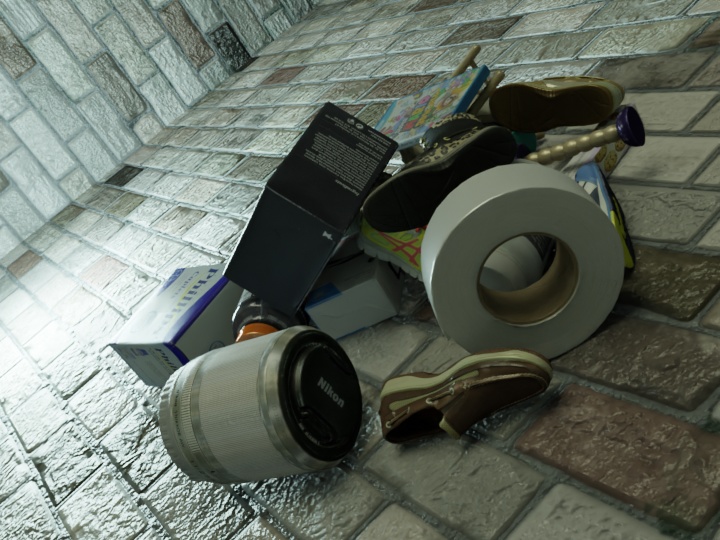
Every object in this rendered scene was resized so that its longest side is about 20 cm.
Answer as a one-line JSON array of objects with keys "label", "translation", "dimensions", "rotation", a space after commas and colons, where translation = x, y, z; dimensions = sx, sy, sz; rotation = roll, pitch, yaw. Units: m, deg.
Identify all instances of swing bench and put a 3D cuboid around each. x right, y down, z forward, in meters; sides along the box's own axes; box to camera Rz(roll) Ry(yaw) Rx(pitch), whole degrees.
[{"label": "swing bench", "translation": [0.156, -0.233, 1.453], "dimensions": [0.200, 0.130, 0.199], "rotation": [-35, 25, 12]}]

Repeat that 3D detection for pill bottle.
[{"label": "pill bottle", "translation": [0.171, -0.035, 1.088], "dimensions": [0.113, 0.113, 0.200], "rotation": [-14, 31, 38]}, {"label": "pill bottle", "translation": [-0.122, 0.057, 1.303], "dimensions": [0.106, 0.106, 0.200], "rotation": [-23, 28, 24]}]

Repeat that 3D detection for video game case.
[{"label": "video game case", "translation": [0.090, -0.233, 1.368], "dimensions": [0.200, 0.018, 0.143], "rotation": [-12, 38, 49]}]

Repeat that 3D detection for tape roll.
[{"label": "tape roll", "translation": [0.164, -0.005, 0.941], "dimensions": [0.202, 0.203, 0.071], "rotation": [-31, 26, 9]}]

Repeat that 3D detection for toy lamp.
[{"label": "toy lamp", "translation": [0.258, -0.154, 1.164], "dimensions": [0.200, 0.058, 0.058], "rotation": [-18, 29, 35]}]

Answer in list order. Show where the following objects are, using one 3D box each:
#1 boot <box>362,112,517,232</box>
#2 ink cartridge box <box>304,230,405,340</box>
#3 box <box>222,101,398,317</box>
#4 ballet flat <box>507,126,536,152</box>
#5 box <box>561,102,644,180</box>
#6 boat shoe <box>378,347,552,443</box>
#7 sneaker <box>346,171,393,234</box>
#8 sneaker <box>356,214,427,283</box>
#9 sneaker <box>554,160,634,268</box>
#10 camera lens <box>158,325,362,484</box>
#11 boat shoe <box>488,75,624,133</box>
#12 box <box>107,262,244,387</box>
[{"label": "boot", "translation": [0.090, -0.128, 1.161], "dimensions": [0.203, 0.074, 0.154], "rotation": [-30, 20, 4]}, {"label": "ink cartridge box", "translation": [0.000, 0.000, 1.295], "dimensions": [0.116, 0.068, 0.200], "rotation": [-24, 26, 22]}, {"label": "box", "translation": [-0.066, -0.081, 1.209], "dimensions": [0.197, 0.117, 0.200], "rotation": [-56, 4, 47]}, {"label": "ballet flat", "translation": [0.200, -0.144, 1.303], "dimensions": [0.071, 0.071, 0.200], "rotation": [-16, 33, 35]}, {"label": "box", "translation": [0.310, -0.146, 1.201], "dimensions": [0.039, 0.041, 0.200], "rotation": [-1, 40, 51]}, {"label": "boat shoe", "translation": [0.105, 0.139, 0.929], "dimensions": [0.202, 0.075, 0.075], "rotation": [-22, 41, 39]}, {"label": "sneaker", "translation": [0.050, -0.108, 1.430], "dimensions": [0.114, 0.076, 0.199], "rotation": [-1, 18, 15]}, {"label": "sneaker", "translation": [0.080, -0.044, 1.180], "dimensions": [0.200, 0.090, 0.078], "rotation": [20, 36, 25]}, {"label": "sneaker", "translation": [0.264, -0.061, 1.071], "dimensions": [0.082, 0.074, 0.200], "rotation": [-26, 25, 23]}, {"label": "camera lens", "translation": [-0.110, 0.157, 1.043], "dimensions": [0.200, 0.160, 0.160], "rotation": [-17, 30, 34]}, {"label": "boat shoe", "translation": [0.273, -0.234, 1.275], "dimensions": [0.200, 0.074, 0.066], "rotation": [12, 29, 42]}, {"label": "box", "translation": [-0.261, 0.085, 1.428], "dimensions": [0.200, 0.105, 0.184], "rotation": [-5, 39, 47]}]
